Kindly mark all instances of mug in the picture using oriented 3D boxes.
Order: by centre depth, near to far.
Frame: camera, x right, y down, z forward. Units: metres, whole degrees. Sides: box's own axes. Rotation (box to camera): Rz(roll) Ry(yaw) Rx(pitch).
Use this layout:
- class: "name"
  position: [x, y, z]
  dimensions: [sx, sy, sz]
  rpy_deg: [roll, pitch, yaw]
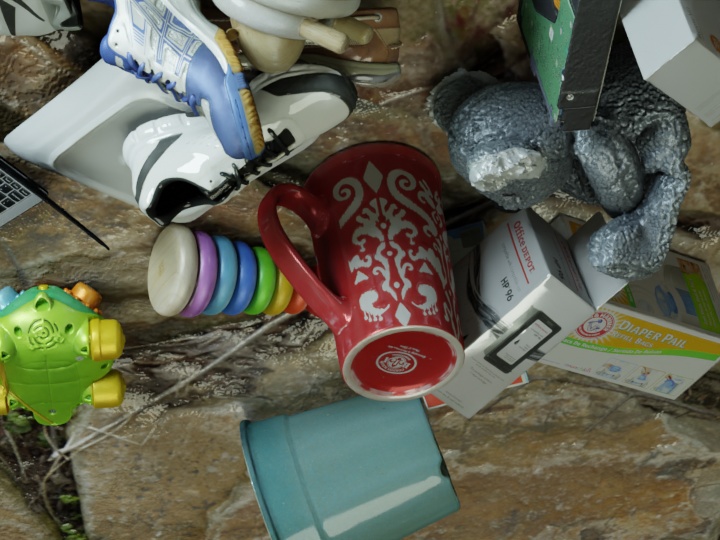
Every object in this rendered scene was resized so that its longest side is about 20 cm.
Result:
- class: "mug"
  position: [0.003, 0.007, 1.247]
  dimensions: [0.176, 0.201, 0.134]
  rpy_deg: [-6, 141, -5]

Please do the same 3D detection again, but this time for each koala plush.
- class: "koala plush"
  position: [0.161, -0.110, 1.181]
  dimensions: [0.198, 0.178, 0.185]
  rpy_deg: [3, 125, -15]

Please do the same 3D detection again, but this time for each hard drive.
- class: "hard drive"
  position: [0.160, -0.223, 1.057]
  dimensions: [0.037, 0.141, 0.201]
  rpy_deg: [-4, 139, -7]

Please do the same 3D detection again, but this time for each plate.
- class: "plate"
  position: [-0.165, -0.103, 1.175]
  dimensions: [0.199, 0.033, 0.199]
  rpy_deg: [23, 143, -38]

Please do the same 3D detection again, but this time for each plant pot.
- class: "plant pot"
  position: [-0.006, 0.222, 1.521]
  dimensions: [0.195, 0.201, 0.201]
  rpy_deg: [-22, 140, 1]

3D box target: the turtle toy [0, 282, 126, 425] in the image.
- class: "turtle toy"
  position: [-0.298, 0.082, 1.347]
  dimensions: [0.144, 0.102, 0.201]
  rpy_deg: [-2, 140, -10]

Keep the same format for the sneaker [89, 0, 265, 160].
- class: "sneaker"
  position: [-0.140, -0.155, 1.029]
  dimensions: [0.088, 0.201, 0.075]
  rpy_deg: [-27, 163, -10]

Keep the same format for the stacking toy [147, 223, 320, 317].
- class: "stacking toy"
  position: [-0.097, 0.012, 1.334]
  dimensions: [0.198, 0.086, 0.086]
  rpy_deg: [10, 137, -30]

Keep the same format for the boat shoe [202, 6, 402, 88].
- class: "boat shoe"
  position: [-0.063, -0.194, 1.110]
  dimensions: [0.198, 0.076, 0.073]
  rpy_deg: [7, 104, -7]

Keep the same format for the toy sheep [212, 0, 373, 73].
- class: "toy sheep"
  position: [-0.043, -0.236, 1.007]
  dimensions: [0.137, 0.138, 0.201]
  rpy_deg: [10, 114, -23]

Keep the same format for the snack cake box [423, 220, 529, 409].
- class: "snack cake box"
  position: [0.095, 0.050, 1.422]
  dimensions: [0.114, 0.068, 0.201]
  rpy_deg: [-17, 140, 4]

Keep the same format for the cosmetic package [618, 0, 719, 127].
- class: "cosmetic package"
  position: [0.227, -0.207, 1.043]
  dimensions: [0.082, 0.201, 0.051]
  rpy_deg: [24, 131, -35]

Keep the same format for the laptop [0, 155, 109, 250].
- class: "laptop"
  position: [-0.342, -0.060, 1.159]
  dimensions: [0.199, 0.117, 0.187]
  rpy_deg: [-28, 137, 20]

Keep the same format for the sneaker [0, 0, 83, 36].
- class: "sneaker"
  position: [-0.268, -0.239, 0.997]
  dimensions: [0.088, 0.075, 0.201]
  rpy_deg: [-13, 140, 0]

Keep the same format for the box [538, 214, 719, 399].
- class: "box"
  position: [0.260, 0.039, 1.411]
  dimensions: [0.199, 0.113, 0.102]
  rpy_deg: [17, 133, -27]

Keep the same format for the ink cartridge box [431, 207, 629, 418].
- class: "ink cartridge box"
  position: [0.137, 0.024, 1.268]
  dimensions: [0.068, 0.116, 0.200]
  rpy_deg: [36, 113, -29]

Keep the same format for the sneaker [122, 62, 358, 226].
- class: "sneaker"
  position: [-0.090, -0.093, 1.091]
  dimensions: [0.199, 0.081, 0.074]
  rpy_deg: [-22, 143, 16]
